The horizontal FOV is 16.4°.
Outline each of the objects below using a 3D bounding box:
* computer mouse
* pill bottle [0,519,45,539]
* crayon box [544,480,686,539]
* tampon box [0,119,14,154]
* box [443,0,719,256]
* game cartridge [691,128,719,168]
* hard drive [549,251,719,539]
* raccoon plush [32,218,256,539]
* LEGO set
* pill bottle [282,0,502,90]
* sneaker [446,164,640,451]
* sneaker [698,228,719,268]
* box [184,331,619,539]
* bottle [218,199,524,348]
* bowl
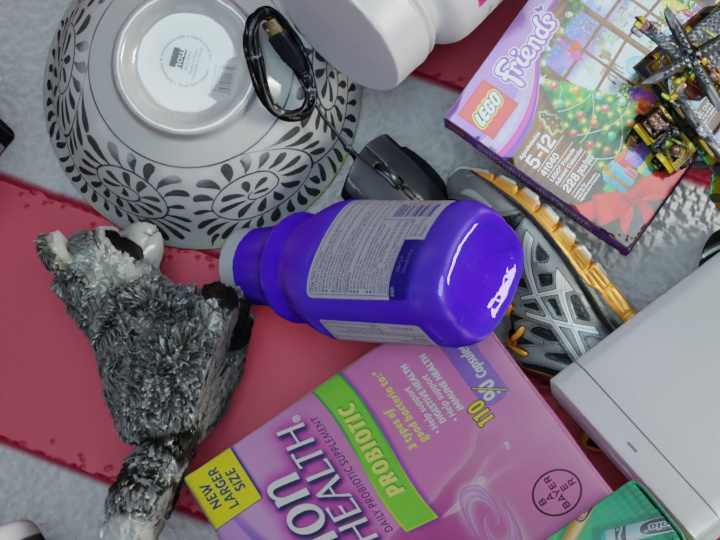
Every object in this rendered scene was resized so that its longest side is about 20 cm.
[{"bbox_3d":[-0.002,-0.077,1.478,0.200,0.034,0.059,49,67,-26],"label":"computer mouse"},{"bbox_3d":[-0.194,0.257,1.457,0.114,0.114,0.200,-29,83,-1],"label":"pill bottle"},{"bbox_3d":[0.100,0.217,1.355,0.200,0.119,0.058,-35,42,-3],"label":"crayon box"},{"bbox_3d":[-0.337,-0.097,1.495,0.200,0.126,0.150,40,86,7],"label":"tampon box"},{"bbox_3d":[0.161,-0.128,1.487,0.137,0.039,0.200,35,86,6],"label":"box"},{"bbox_3d":[0.233,-0.129,1.521,0.199,0.040,0.134,1,87,2],"label":"game cartridge"},{"bbox_3d":[0.226,0.052,1.424,0.200,0.027,0.132,-36,61,-10],"label":"hard drive"},{"bbox_3d":[-0.151,0.058,1.459,0.134,0.097,0.200,18,52,12],"label":"raccoon plush"},{"bbox_3d":[0.255,-0.120,1.408,0.200,0.116,0.154,-33,100,-8],"label":"LEGO set"},{"bbox_3d":[0.051,-0.206,1.474,0.113,0.113,0.200,41,72,6],"label":"pill bottle"},{"bbox_3d":[0.113,0.021,1.490,0.077,0.078,0.200,-40,85,3],"label":"sneaker"},{"bbox_3d":[0.259,0.060,1.480,0.078,0.090,0.200,-24,60,-1],"label":"sneaker"},{"bbox_3d":[0.032,0.144,1.432,0.200,0.097,0.176,-34,54,-1],"label":"box"},{"bbox_3d":[0.000,0.000,1.450,0.065,0.200,0.084,46,60,-35],"label":"bottle"},{"bbox_3d":[-0.100,-0.117,1.504,0.200,0.094,0.201,0,84,3],"label":"bowl"}]
